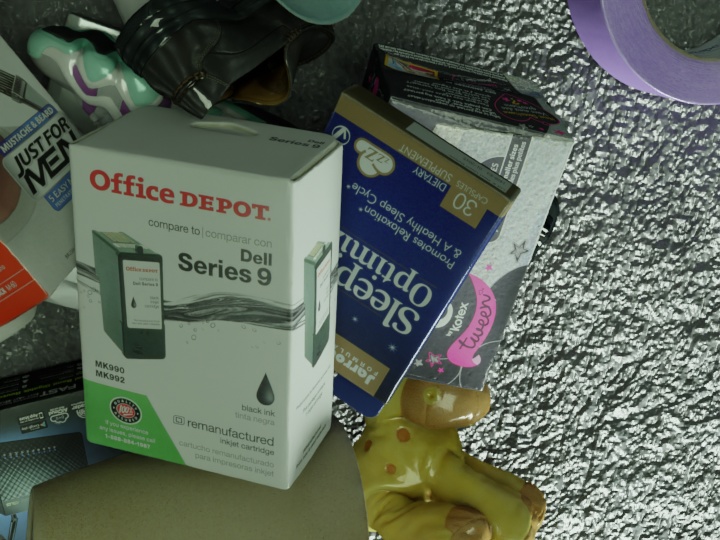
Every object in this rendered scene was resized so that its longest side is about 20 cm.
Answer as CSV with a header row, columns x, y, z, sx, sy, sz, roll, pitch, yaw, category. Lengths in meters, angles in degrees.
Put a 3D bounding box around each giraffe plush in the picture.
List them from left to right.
x,y,z,sx,sy,sz,roll,pitch,yaw,category
0.048,0.124,0.835,0.198,0.172,0.164,8,95,19,giraffe plush

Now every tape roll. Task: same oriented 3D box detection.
x,y,z,sx,sy,sz,roll,pitch,yaw,category
0.258,-0.230,0.808,0.198,0.066,0.202,-4,106,-13,tape roll

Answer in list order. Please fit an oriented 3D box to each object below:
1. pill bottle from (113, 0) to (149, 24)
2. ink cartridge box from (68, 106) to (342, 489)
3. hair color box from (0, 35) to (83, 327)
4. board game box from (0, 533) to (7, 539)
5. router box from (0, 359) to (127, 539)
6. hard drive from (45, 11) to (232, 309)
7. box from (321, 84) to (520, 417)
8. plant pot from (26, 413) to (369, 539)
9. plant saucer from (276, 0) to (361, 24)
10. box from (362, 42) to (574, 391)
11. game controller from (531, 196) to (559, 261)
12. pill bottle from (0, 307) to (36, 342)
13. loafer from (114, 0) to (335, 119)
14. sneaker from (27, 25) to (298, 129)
x,y,z,sx,sy,sz,roll,pitch,yaw,category
-0.148,-0.262,0.675,0.110,0.111,0.202,-22,110,-6,pill bottle
-0.093,0.014,0.657,0.145,0.084,0.202,10,115,16,ink cartridge box
-0.240,-0.080,0.647,0.064,0.111,0.200,-26,111,35,hair color box
-0.299,0.231,0.729,0.200,0.105,0.103,38,113,19,board game box
-0.193,0.145,0.813,0.198,0.062,0.151,-14,110,-9,router box
-0.173,-0.067,0.774,0.131,0.026,0.202,16,103,-17,hard drive
0.000,0.000,0.683,0.121,0.032,0.201,32,120,6,box
-0.117,0.187,0.711,0.198,0.187,0.189,4,106,-19,plant pot
-0.051,-0.257,0.689,0.038,0.201,0.203,-3,113,31,plant saucer
0.049,-0.034,0.753,0.131,0.115,0.201,11,118,-11,box
0.057,-0.055,0.832,0.199,0.042,0.105,27,113,-19,game controller
-0.305,-0.035,0.699,0.116,0.116,0.201,-24,103,-5,pill bottle
-0.072,-0.136,0.699,0.073,0.200,0.073,-42,82,35,loafer
-0.148,-0.067,0.727,0.199,0.078,0.141,26,109,-7,sneaker
